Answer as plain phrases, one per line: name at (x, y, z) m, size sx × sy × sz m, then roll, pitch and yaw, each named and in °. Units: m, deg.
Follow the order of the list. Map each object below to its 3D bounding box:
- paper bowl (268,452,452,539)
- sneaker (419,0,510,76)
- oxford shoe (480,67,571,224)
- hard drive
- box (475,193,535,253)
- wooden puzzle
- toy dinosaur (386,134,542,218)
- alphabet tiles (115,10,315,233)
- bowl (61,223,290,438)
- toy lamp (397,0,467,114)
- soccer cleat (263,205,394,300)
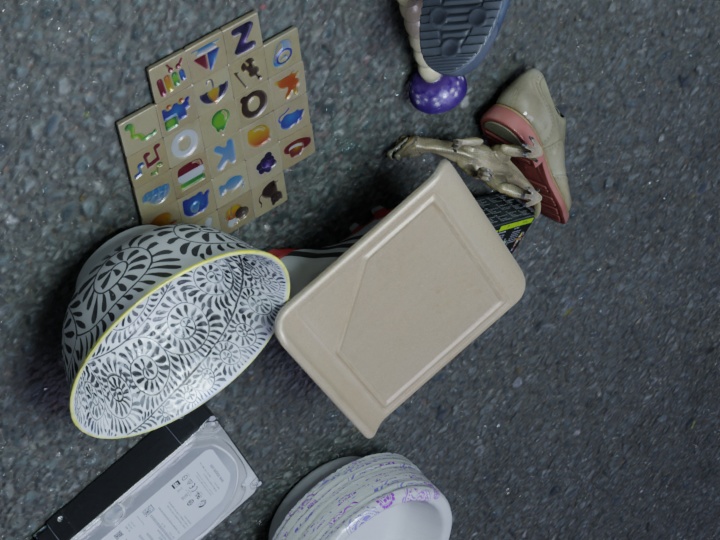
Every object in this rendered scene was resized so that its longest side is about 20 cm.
paper bowl at (-0.013, 0.269, 1.707) m, size 0.199 × 0.104 × 0.202 m, roll -27°, pitch 141°, yaw -25°
sneaker at (0.100, -0.233, 1.316) m, size 0.082 × 0.069 × 0.202 m, roll 43°, pitch 61°, yaw -62°
oxford shoe at (0.171, -0.110, 1.569) m, size 0.075 × 0.070 × 0.200 m, roll -55°, pitch 153°, yaw -14°
hard drive at (-0.192, 0.219, 1.529) m, size 0.200 × 0.038 × 0.140 m, roll -39°, pitch 144°, yaw -10°
box at (0.071, 0.023, 1.554) m, size 0.194 × 0.047 × 0.200 m, roll -61°, pitch 165°, yaw 16°
wooden puzzle at (0.034, 0.024, 1.410) m, size 0.200 × 0.037 × 0.185 m, roll -44°, pitch 137°, yaw -5°
toy dinosaur at (0.120, -0.093, 1.497) m, size 0.199 × 0.101 × 0.059 m, roll 19°, pitch 90°, yaw -36°
alphabet tiles at (-0.110, -0.104, 1.331) m, size 0.166 × 0.006 × 0.201 m, roll -32°, pitch 142°, yaw -21°
bowl at (-0.161, 0.029, 1.316) m, size 0.200 × 0.094 × 0.201 m, roll -31°, pitch 152°, yaw -19°
toy lamp at (0.042, -0.205, 1.349) m, size 0.058 × 0.058 × 0.201 m, roll -39°, pitch 143°, yaw -11°
soccer cleat at (0.000, 0.000, 1.477) m, size 0.199 × 0.085 × 0.069 m, roll -17°, pitch 135°, yaw -35°
